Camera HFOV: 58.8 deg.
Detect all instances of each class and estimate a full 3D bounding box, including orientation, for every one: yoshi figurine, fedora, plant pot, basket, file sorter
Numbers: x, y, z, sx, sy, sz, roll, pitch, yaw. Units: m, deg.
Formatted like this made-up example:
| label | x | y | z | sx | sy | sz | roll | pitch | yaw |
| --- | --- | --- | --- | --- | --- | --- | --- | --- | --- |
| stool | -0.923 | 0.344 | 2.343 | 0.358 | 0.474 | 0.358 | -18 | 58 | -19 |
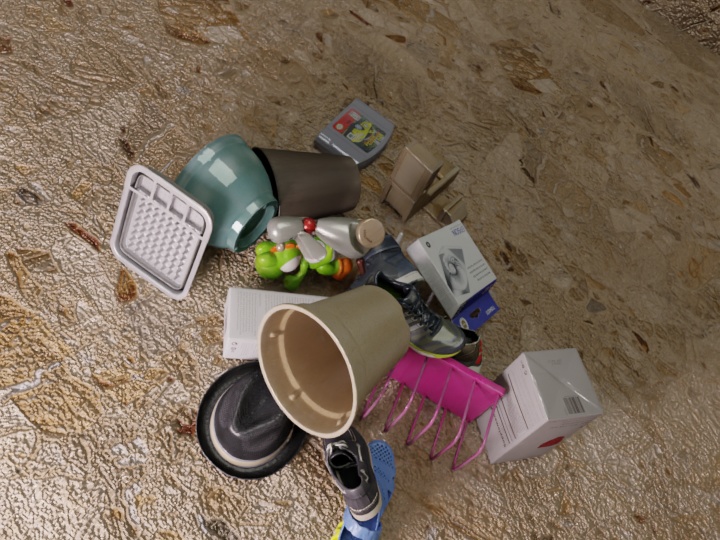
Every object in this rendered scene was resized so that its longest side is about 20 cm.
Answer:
| label | x | y | z | sx | sy | sz | roll | pitch | yaw |
| --- | --- | --- | --- | --- | --- | --- | --- | --- | --- |
| yoshi figurine | -0.117 | -0.024 | 1.203 | 0.196 | 0.114 | 0.113 | 0 | 32 | -36 |
| fedora | -0.162 | 0.219 | 1.007 | 0.195 | 0.092 | 0.205 | 11 | 53 | -15 |
| plant pot | -0.232 | -0.119 | 1.146 | 0.134 | 0.202 | 0.200 | 40 | 52 | 9 |
| plant pot | -0.026 | 0.115 | 0.970 | 0.201 | 0.202 | 0.182 | 48 | 42 | 15 |
| basket | -0.107 | -0.168 | 1.278 | 0.196 | 0.137 | 0.183 | -7 | 53 | -30 |
| file sorter | 0.117 | 0.231 | 1.088 | 0.197 | 0.140 | 0.127 | 29 | 54 | 0 |

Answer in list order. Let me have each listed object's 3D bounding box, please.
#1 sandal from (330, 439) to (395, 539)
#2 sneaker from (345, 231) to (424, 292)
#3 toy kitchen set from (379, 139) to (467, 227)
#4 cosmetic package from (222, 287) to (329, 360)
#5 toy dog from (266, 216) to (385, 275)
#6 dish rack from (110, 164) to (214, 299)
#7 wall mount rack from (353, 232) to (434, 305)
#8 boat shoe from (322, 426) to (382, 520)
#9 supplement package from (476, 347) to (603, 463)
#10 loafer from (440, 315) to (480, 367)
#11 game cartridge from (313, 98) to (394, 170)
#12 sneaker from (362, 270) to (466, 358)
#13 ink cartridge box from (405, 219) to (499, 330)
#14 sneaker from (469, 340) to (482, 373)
| label | x | y | z | sx | sy | sz | roll | pitch | yaw |
| --- | --- | --- | --- | --- | --- | --- | --- | --- | --- |
| sandal | 0.015 | 0.355 | 0.993 | 0.078 | 0.088 | 0.203 | 21 | 50 | -4 |
| sneaker | 0.000 | 0.001 | 1.152 | 0.199 | 0.077 | 0.148 | -21 | 70 | -31 |
| toy kitchen set | 0.181 | -0.197 | 1.380 | 0.163 | 0.181 | 0.199 | 43 | 56 | 10 |
| cosmetic package | -0.138 | 0.098 | 1.116 | 0.195 | 0.072 | 0.104 | 7 | 54 | -17 |
| toy dog | -0.055 | -0.041 | 1.080 | 0.194 | 0.132 | 0.099 | 1 | 94 | 4 |
| dish rack | -0.331 | -0.067 | 1.081 | 0.170 | 0.202 | 0.044 | 33 | 32 | 3 |
| wall mount rack | 0.092 | 0.032 | 1.255 | 0.197 | 0.075 | 0.176 | 29 | 50 | -2 |
| boat shoe | -0.021 | 0.287 | 0.985 | 0.071 | 0.064 | 0.201 | -28 | 32 | -4 |
| supplement package | 0.300 | 0.239 | 1.114 | 0.118 | 0.201 | 0.122 | -2 | 56 | -22 |
| loafer | 0.124 | 0.100 | 1.118 | 0.195 | 0.070 | 0.076 | 19 | 47 | -3 |
| game cartridge | -0.005 | -0.312 | 1.479 | 0.132 | 0.041 | 0.201 | 38 | 51 | 1 |
| sneaker | 0.084 | 0.072 | 1.037 | 0.197 | 0.082 | 0.075 | 28 | 58 | 6 |
| ink cartridge box | 0.195 | 0.011 | 1.235 | 0.198 | 0.040 | 0.203 | -25 | 82 | -54 |
| sneaker | 0.141 | 0.138 | 1.187 | 0.195 | 0.077 | 0.087 | 14 | 84 | -24 |
